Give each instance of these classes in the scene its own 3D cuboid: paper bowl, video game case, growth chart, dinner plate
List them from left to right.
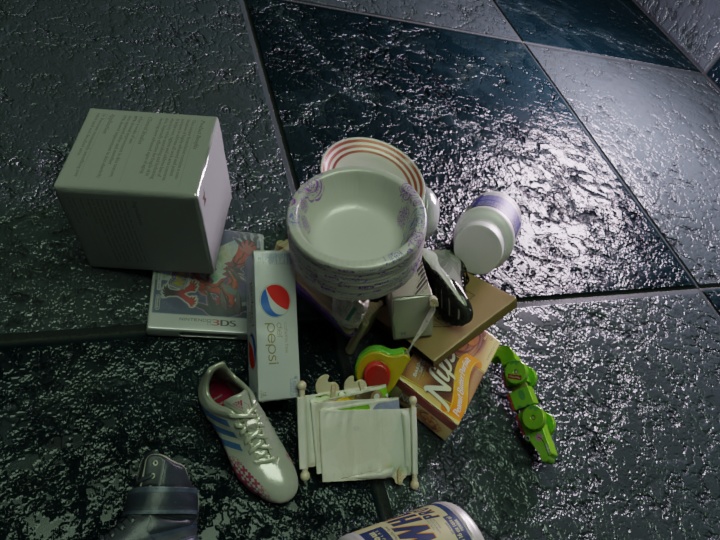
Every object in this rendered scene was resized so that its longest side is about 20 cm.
[{"bbox_3d":[-0.239,0.015,0.896,0.175,0.023,0.205,6,51,-20],"label":"video game case"},{"bbox_3d":[-0.006,-0.044,0.796,0.192,0.106,0.206,2,49,-2],"label":"paper bowl"},{"bbox_3d":[0.000,0.225,0.786,0.193,0.018,0.151,9,78,-19],"label":"growth chart"},{"bbox_3d":[0.021,-0.160,1.001,0.192,0.025,0.206,10,51,-12],"label":"dinner plate"}]

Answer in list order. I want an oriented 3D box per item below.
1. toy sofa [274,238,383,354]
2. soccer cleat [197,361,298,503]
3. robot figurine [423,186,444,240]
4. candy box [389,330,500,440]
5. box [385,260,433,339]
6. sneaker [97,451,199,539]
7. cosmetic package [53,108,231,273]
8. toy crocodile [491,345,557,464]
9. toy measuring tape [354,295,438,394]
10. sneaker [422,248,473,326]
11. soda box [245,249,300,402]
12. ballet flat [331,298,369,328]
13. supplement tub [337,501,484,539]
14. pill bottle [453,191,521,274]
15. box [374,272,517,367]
[{"bbox_3d":[-0.068,0.040,0.909,0.199,0.084,0.097,41,45,11],"label":"toy sofa"},{"bbox_3d":[-0.149,0.209,0.733,0.069,0.087,0.200,-29,68,-38],"label":"soccer cleat"},{"bbox_3d":[0.069,-0.114,1.076,0.192,0.114,0.175,10,57,-15],"label":"robot figurine"},{"bbox_3d":[0.142,0.158,0.924,0.114,0.056,0.200,35,47,10],"label":"candy box"},{"bbox_3d":[0.073,0.019,0.943,0.065,0.085,0.203,-6,34,-2],"label":"box"},{"bbox_3d":[-0.272,0.281,0.616,0.196,0.077,0.151,9,60,-30],"label":"sneaker"},{"bbox_3d":[-0.310,-0.117,0.844,0.191,0.169,0.172,4,51,-2],"label":"cosmetic package"},{"bbox_3d":[0.272,0.218,0.934,0.067,0.061,0.206,28,40,-51],"label":"toy crocodile"},{"bbox_3d":[0.042,0.116,0.841,0.072,0.205,0.074,28,8,-4],"label":"toy measuring tape"},{"bbox_3d":[0.151,0.016,0.935,0.076,0.076,0.202,-9,31,-6],"label":"sneaker"},{"bbox_3d":[-0.127,0.079,0.805,0.061,0.068,0.209,1,81,-23],"label":"soda box"},{"bbox_3d":[0.000,0.000,0.875,0.069,0.073,0.204,16,44,-10],"label":"ballet flat"},{"bbox_3d":[0.044,0.368,0.648,0.193,0.147,0.148,-6,54,-28],"label":"supplement tub"},{"bbox_3d":[0.241,-0.071,1.078,0.118,0.122,0.200,34,28,7],"label":"pill bottle"},{"bbox_3d":[0.140,0.068,0.946,0.196,0.022,0.162,-28,36,-26],"label":"box"}]
